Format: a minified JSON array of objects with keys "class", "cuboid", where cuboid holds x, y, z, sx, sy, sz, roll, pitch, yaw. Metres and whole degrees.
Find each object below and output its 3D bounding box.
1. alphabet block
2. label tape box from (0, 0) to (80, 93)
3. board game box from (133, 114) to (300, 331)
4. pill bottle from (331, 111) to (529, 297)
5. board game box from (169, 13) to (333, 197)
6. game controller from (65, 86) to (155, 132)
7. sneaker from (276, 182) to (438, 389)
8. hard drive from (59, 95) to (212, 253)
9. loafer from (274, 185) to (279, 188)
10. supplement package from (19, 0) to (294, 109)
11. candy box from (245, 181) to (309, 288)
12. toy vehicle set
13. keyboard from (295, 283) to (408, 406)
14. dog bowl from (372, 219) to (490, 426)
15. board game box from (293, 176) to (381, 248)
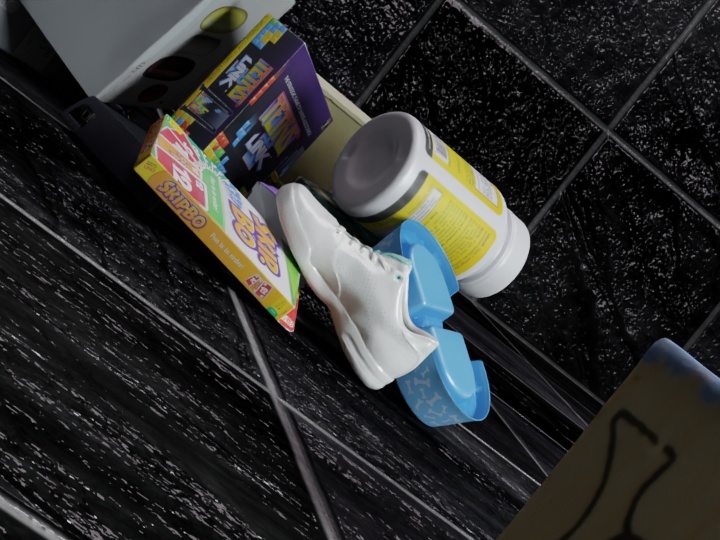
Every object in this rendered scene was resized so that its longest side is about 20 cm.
[{"class":"alphabet block","cuboid":[0.219,0.196,0.988,0.196,0.200,0.195,36,6,-31]},{"class":"label tape box","cuboid":[-0.355,-0.263,1.778,0.200,0.066,0.143,32,9,-47]},{"class":"board game box","cuboid":[-0.114,-0.040,1.420,0.200,0.030,0.096,50,18,-19]},{"class":"pill bottle","cuboid":[0.074,-0.060,1.643,0.200,0.114,0.114,37,5,-36]},{"class":"board game box","cuboid":[-0.113,-0.148,1.691,0.057,0.165,0.200,41,-8,17]},{"class":"game controller","cuboid":[-0.240,-0.146,1.777,0.104,0.042,0.200,25,-1,21]},{"class":"sneaker","cuboid":[0.000,0.000,1.474,0.201,0.088,0.075,61,12,1]},{"class":"hard drive","cuboid":[-0.187,-0.087,1.515,0.135,0.042,0.200,35,6,-44]},{"class":"loafer","cuboid":[-0.078,-0.057,1.894,0.200,0.073,0.071,36,4,-30]},{"class":"supplement package","cuboid":[-0.208,-0.283,1.704,0.147,0.191,0.200,54,16,9]},{"class":"candy box","cuboid":[-0.039,-0.007,1.736,0.168,0.072,0.200,40,5,12]},{"class":"toy vehicle set","cuboid":[-0.089,-0.170,1.830,0.200,0.124,0.027,39,21,-7]},{"class":"keyboard","cuboid":[-0.020,0.056,1.559,0.200,0.021,0.127,39,8,-16]},{"class":"dog bowl","cuboid":[0.060,0.054,1.538,0.111,0.049,0.201,17,52,-61]},{"class":"board game box","cuboid":[0.010,-0.030,1.711,0.135,0.028,0.200,42,6,19]}]
